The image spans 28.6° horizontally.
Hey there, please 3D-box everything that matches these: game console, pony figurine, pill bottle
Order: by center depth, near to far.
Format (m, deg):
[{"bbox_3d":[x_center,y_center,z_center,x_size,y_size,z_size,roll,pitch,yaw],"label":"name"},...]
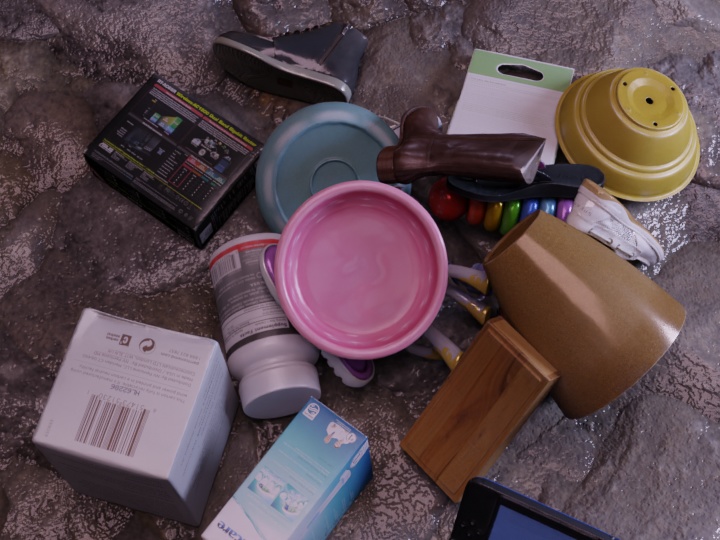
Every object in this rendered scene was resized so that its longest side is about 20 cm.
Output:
[{"bbox_3d":[0.177,0.354,1.560,0.198,0.172,0.119,22,41,12],"label":"game console"},{"bbox_3d":[-0.112,0.067,1.704,0.113,0.114,0.202,-13,66,-3],"label":"pill bottle"},{"bbox_3d":[0.062,0.010,1.705,0.198,0.166,0.195,22,90,21],"label":"pony figurine"}]

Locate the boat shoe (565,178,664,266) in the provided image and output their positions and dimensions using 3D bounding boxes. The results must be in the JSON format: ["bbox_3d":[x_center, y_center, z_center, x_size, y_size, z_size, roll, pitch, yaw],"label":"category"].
[{"bbox_3d":[0.302,-0.042,1.707,0.070,0.199,0.071,-53,48,4],"label":"boat shoe"}]

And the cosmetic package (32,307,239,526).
[{"bbox_3d":[-0.250,0.171,1.615,0.165,0.200,0.168,14,67,9],"label":"cosmetic package"}]

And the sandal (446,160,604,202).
[{"bbox_3d":[0.201,-0.122,1.723,0.198,0.048,0.076,-3,34,-9],"label":"sandal"}]

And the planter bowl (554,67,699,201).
[{"bbox_3d":[0.353,-0.195,1.791,0.198,0.084,0.202,6,60,-10],"label":"planter bowl"}]

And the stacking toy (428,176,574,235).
[{"bbox_3d":[0.182,-0.077,1.756,0.198,0.086,0.086,11,66,-1],"label":"stacking toy"}]

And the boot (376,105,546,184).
[{"bbox_3d":[0.138,-0.151,1.687,0.198,0.065,0.187,-2,30,23],"label":"boot"}]

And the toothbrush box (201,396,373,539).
[{"bbox_3d":[-0.078,0.265,1.594,0.085,0.147,0.201,32,72,17],"label":"toothbrush box"}]

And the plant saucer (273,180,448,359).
[{"bbox_3d":[0.000,0.000,1.615,0.198,0.051,0.203,0,88,-3],"label":"plant saucer"}]

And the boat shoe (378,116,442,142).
[{"bbox_3d":[0.006,-0.161,1.832,0.201,0.075,0.086,-33,63,-2],"label":"boat shoe"}]

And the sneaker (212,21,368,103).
[{"bbox_3d":[-0.093,-0.296,1.899,0.198,0.075,0.107,20,63,2],"label":"sneaker"}]

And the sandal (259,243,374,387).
[{"bbox_3d":[-0.041,0.044,1.666,0.203,0.050,0.083,52,34,-9],"label":"sandal"}]

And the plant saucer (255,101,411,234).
[{"bbox_3d":[-0.033,-0.109,1.769,0.197,0.027,0.203,-1,98,-6],"label":"plant saucer"}]

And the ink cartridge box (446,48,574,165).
[{"bbox_3d":[0.194,-0.197,1.848,0.144,0.048,0.201,13,50,8],"label":"ink cartridge box"}]

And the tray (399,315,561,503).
[{"bbox_3d":[0.134,0.161,1.619,0.099,0.037,0.201,44,118,20],"label":"tray"}]

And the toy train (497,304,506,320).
[{"bbox_3d":[0.184,0.062,1.727,0.034,0.046,0.202,3,66,4],"label":"toy train"}]

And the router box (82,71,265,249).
[{"bbox_3d":[-0.238,-0.144,1.835,0.199,0.062,0.150,34,72,17],"label":"router box"}]

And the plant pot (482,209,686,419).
[{"bbox_3d":[0.239,0.034,1.626,0.200,0.186,0.186,46,74,-4],"label":"plant pot"}]
